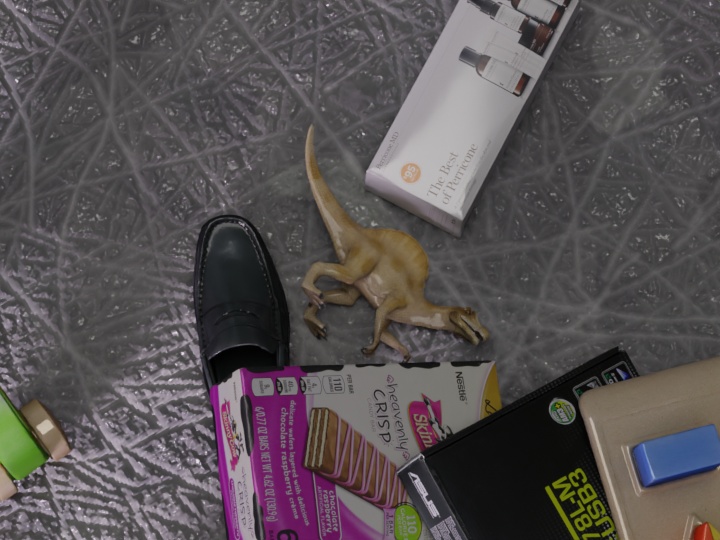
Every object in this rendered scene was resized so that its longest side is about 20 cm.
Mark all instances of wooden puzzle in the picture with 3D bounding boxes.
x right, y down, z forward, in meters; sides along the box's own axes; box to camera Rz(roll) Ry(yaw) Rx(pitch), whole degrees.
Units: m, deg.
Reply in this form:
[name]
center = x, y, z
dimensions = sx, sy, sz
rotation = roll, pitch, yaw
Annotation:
[wooden puzzle]
center = 0.261, 0.150, 1.463
dimensions = 0.184, 0.046, 0.201
rotation = -14, 72, -10

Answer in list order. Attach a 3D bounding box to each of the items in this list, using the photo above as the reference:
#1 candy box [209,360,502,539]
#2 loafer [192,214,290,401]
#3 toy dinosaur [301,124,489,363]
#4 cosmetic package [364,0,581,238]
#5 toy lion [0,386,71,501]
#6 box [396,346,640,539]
[candy box]
center = 0.005, 0.135, 1.489
dimensions = 0.199, 0.061, 0.137
rotation = -1, 74, -27
[loafer]
center = -0.081, 0.053, 1.544
dimensions = 0.068, 0.070, 0.202
rotation = -8, 75, -3
[toy dinosaur]
center = 0.000, 0.000, 1.576
dimensions = 0.200, 0.058, 0.101
rotation = 46, 65, 3
[cosmetic package]
center = 0.084, -0.133, 1.604
dimensions = 0.082, 0.051, 0.201
rotation = 26, 77, 7
[toy lion]
center = -0.284, 0.048, 1.481
dimensions = 0.068, 0.192, 0.200
rotation = -35, 79, -9
[box]
center = 0.150, 0.178, 1.481
dimensions = 0.192, 0.047, 0.201
rotation = -23, 80, -34
